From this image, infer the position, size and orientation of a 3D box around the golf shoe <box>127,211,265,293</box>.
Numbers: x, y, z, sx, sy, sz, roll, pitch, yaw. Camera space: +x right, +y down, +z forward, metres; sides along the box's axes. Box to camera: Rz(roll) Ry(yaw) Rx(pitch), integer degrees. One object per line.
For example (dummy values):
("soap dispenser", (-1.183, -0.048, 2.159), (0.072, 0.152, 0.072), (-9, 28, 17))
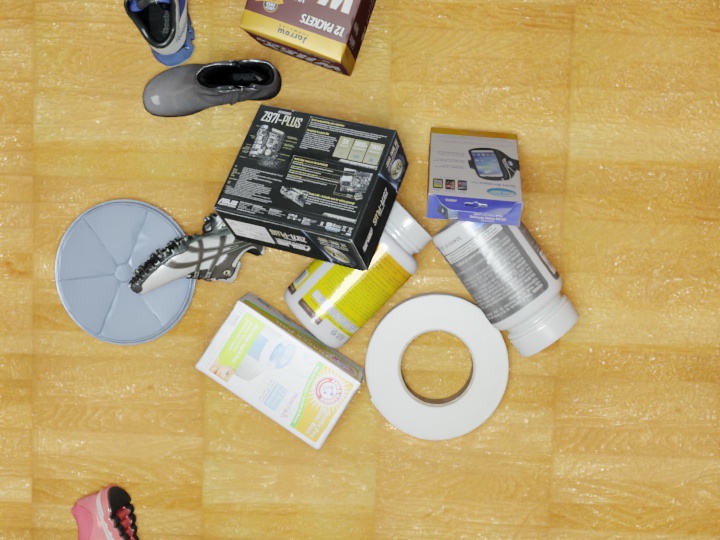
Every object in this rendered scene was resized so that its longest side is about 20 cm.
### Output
("golf shoe", (-0.211, -0.011, 1.356), (0.199, 0.078, 0.095), (-34, 106, -20))

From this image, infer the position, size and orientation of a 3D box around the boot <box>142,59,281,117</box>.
("boot", (-0.203, -0.248, 1.331), (0.198, 0.132, 0.071), (-12, 95, 3))

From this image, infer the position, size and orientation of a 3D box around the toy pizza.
("toy pizza", (-0.324, 0.002, 1.409), (0.198, 0.032, 0.203), (0, 94, 3))

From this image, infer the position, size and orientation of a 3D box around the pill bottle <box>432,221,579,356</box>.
("pill bottle", (0.195, 0.006, 1.346), (0.113, 0.114, 0.201), (-35, 92, 5))

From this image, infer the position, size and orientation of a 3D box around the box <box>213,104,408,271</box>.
("box", (-0.061, -0.108, 1.303), (0.198, 0.086, 0.165), (13, 69, 20))

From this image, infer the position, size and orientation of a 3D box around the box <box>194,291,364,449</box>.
("box", (-0.105, 0.133, 1.376), (0.199, 0.101, 0.113), (35, 96, -1))

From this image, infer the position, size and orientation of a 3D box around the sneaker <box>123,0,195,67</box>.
("sneaker", (-0.264, -0.376, 1.331), (0.080, 0.115, 0.202), (-8, 93, 2))

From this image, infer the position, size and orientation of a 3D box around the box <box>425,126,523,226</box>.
("box", (0.144, -0.117, 1.300), (0.118, 0.201, 0.042), (5, 128, 2))

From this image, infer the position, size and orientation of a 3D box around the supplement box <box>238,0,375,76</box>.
("supplement box", (-0.047, -0.369, 1.281), (0.132, 0.197, 0.202), (19, 96, 1))

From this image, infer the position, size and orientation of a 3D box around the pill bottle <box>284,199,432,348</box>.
("pill bottle", (0.000, 0.000, 1.356), (0.109, 0.109, 0.200), (45, 95, -2))

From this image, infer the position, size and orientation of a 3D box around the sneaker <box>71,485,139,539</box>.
("sneaker", (-0.352, 0.406, 1.437), (0.086, 0.074, 0.202), (-15, 90, 17))

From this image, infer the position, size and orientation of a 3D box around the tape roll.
("tape roll", (0.104, 0.131, 1.400), (0.200, 0.037, 0.205), (0, 95, 2))
